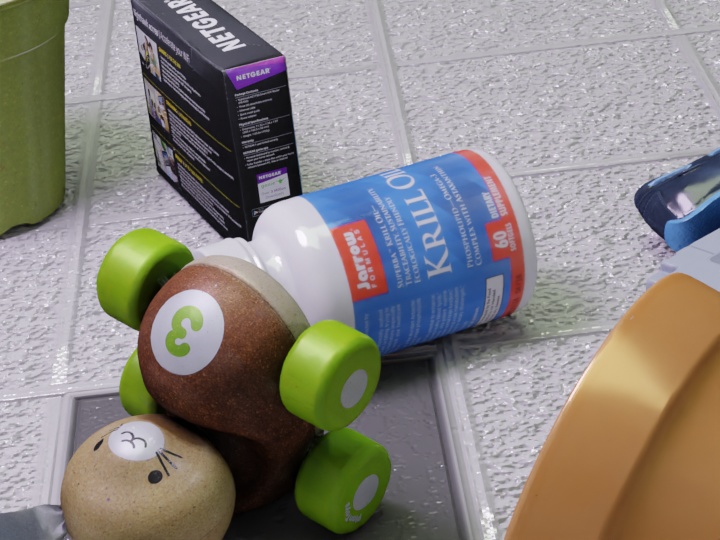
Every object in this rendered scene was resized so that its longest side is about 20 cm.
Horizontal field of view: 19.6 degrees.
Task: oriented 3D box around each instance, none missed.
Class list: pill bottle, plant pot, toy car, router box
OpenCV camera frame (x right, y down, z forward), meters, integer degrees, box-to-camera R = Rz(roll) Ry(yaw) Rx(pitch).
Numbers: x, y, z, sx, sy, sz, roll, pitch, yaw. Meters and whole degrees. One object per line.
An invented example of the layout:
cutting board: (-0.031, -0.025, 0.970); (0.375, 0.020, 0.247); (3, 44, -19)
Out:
pill bottle: (0.000, 0.000, 1.300); (0.200, 0.113, 0.112); (-18, 29, -20)
plant pot: (-0.293, -0.131, 1.535); (0.199, 0.190, 0.200); (-4, 27, 2)
toy car: (-0.109, 0.101, 1.102); (0.164, 0.158, 0.200); (26, 51, 30)
router box: (-0.103, -0.110, 1.498); (0.051, 0.150, 0.200); (-17, 29, -19)
plant pot: (0.168, 0.119, 0.963); (0.140, 0.200, 0.200); (25, 37, 21)

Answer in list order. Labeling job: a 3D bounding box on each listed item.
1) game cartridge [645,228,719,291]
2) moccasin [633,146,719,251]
game cartridge: (0.297, -0.005, 1.334); (0.200, 0.041, 0.133); (-26, 29, -34)
moccasin: (0.274, -0.079, 1.428); (0.200, 0.081, 0.068); (-21, 41, -29)
